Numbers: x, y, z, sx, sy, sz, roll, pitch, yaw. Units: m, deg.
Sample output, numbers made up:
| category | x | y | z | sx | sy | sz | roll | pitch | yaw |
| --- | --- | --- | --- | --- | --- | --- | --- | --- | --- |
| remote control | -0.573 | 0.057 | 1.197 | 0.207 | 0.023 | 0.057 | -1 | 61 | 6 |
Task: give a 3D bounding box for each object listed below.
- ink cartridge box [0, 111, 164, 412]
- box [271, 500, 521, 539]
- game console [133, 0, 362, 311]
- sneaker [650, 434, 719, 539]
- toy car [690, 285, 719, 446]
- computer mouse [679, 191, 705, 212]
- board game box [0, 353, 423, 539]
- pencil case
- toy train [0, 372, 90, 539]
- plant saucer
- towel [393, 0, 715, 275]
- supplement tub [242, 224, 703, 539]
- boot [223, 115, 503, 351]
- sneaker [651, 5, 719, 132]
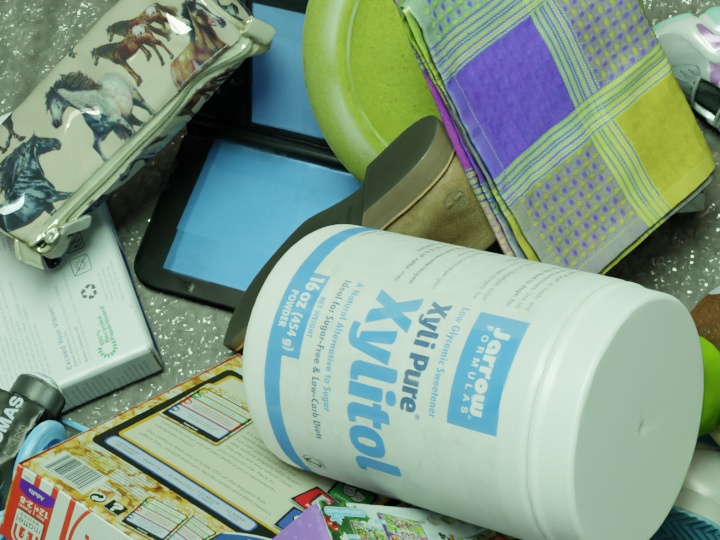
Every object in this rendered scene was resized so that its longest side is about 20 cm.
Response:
| category | x | y | z | sx | sy | sz | roll | pitch | yaw |
| --- | --- | --- | --- | --- | --- | --- | --- | --- | --- |
| ink cartridge box | -0.243 | 0.011 | 1.061 | 0.199 | 0.043 | 0.197 | -22 | 63 | -2 |
| box | 0.058 | 0.186 | 0.847 | 0.039 | 0.199 | 0.137 | -43 | 55 | 28 |
| game console | -0.030 | -0.068 | 1.032 | 0.198 | 0.172 | 0.119 | 14 | 39 | 15 |
| sneaker | 0.123 | 0.093 | 0.955 | 0.199 | 0.077 | 0.081 | 25 | 53 | 18 |
| toy car | 0.258 | 0.025 | 0.861 | 0.164 | 0.201 | 0.158 | -13 | 53 | -44 |
| computer mouse | 0.127 | -0.099 | 1.041 | 0.044 | 0.110 | 0.200 | -44 | 71 | 13 |
| board game box | -0.065 | 0.122 | 0.905 | 0.151 | 0.047 | 0.200 | 29 | 26 | 21 |
| pencil case | -0.140 | -0.093 | 1.001 | 0.200 | 0.078 | 0.090 | -44 | 62 | 8 |
| toy train | -0.210 | 0.155 | 0.942 | 0.086 | 0.114 | 0.201 | 17 | 66 | 20 |
| plant saucer | 0.064 | -0.124 | 0.976 | 0.198 | 0.031 | 0.202 | 1 | 97 | 4 |
| towel | 0.110 | -0.095 | 0.933 | 0.143 | 0.201 | 0.023 | -35 | 21 | -20 |
| supplement tub | 0.052 | 0.055 | 0.854 | 0.199 | 0.132 | 0.133 | 11 | 63 | 37 |
| boot | 0.000 | 0.000 | 0.981 | 0.200 | 0.075 | 0.074 | -37 | 27 | 32 |
| sneaker | 0.247 | -0.073 | 1.011 | 0.198 | 0.078 | 0.141 | 10 | 64 | 13 |
